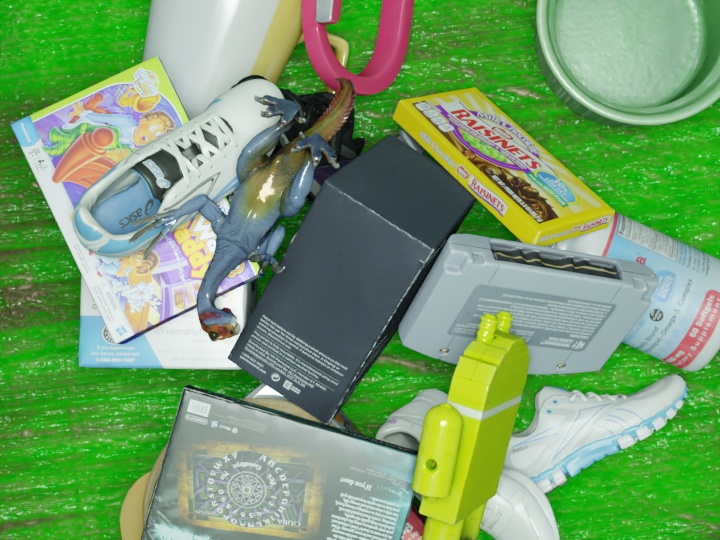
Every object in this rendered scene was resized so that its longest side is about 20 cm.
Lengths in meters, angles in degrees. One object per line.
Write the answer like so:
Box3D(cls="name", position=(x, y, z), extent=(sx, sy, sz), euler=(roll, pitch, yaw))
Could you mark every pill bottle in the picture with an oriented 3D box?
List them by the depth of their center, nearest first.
Box3D(cls="pill bottle", position=(0.242, 0.007, 1.093), extent=(0.199, 0.109, 0.109), euler=(24, 89, 0))

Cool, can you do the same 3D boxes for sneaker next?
Box3D(cls="sneaker", position=(-0.137, -0.081, 0.920), extent=(0.200, 0.072, 0.072), euler=(-40, 88, -10))
Box3D(cls="sneaker", position=(-0.053, -0.138, 1.058), extent=(0.076, 0.200, 0.088), euler=(41, 85, 22))
Box3D(cls="sneaker", position=(0.093, 0.202, 1.072), extent=(0.099, 0.075, 0.200), euler=(-23, 57, -41))
Box3D(cls="sneaker", position=(0.212, 0.138, 1.110), extent=(0.200, 0.075, 0.087), euler=(-29, 83, -1))

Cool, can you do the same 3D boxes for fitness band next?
Box3D(cls="fitness band", position=(0.002, -0.262, 1.086), extent=(0.037, 0.143, 0.201), euler=(7, 88, 32))

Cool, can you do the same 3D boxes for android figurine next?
Box3D(cls="android figurine", position=(0.093, 0.131, 0.962), extent=(0.041, 0.182, 0.201), euler=(14, 98, 22))

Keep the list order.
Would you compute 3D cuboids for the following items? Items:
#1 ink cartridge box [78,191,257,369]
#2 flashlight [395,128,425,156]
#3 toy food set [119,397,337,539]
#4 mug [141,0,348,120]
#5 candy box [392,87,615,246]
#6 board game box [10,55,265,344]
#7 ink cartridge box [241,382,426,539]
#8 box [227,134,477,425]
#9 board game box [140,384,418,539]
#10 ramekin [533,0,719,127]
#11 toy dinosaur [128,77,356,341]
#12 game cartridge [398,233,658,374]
Box3D(cls="ink cartridge box", position=(-0.169, -0.013, 1.071), extent=(0.146, 0.146, 0.201), euler=(1, 87, -1))
Box3D(cls="flashlight", position=(0.077, -0.037, 1.117), extent=(0.200, 0.068, 0.068), euler=(52, 51, -2))
Box3D(cls="toy food set", position=(-0.084, 0.206, 0.971), extent=(0.198, 0.049, 0.200), euler=(40, 89, 0))
Box3D(cls="mug", position=(-0.117, -0.197, 1.082), extent=(0.186, 0.149, 0.154), euler=(19, 96, 7))
Box3D(cls="candy box", position=(0.128, -0.097, 1.063), extent=(0.200, 0.102, 0.026), euler=(47, 133, 31))
Box3D(cls="board game box", position=(-0.183, -0.058, 0.976), extent=(0.134, 0.045, 0.200), euler=(-26, 88, -3))
Box3D(cls="ink cartridge box", position=(-0.054, 0.198, 1.067), extent=(0.145, 0.145, 0.200), euler=(-41, 90, -1))
Box3D(cls="box", position=(0.000, 0.000, 1.010), extent=(0.104, 0.200, 0.182), euler=(33, 113, 4))
Box3D(cls="board game box", position=(-0.062, 0.183, 0.932), extent=(0.199, 0.028, 0.136), euler=(17, 89, -1))
Box3D(cls="ramekin", position=(0.258, -0.229, 1.104), extent=(0.199, 0.098, 0.201), euler=(0, 88, -1))
Box3D(cls="toy dinosaur", position=(-0.072, -0.035, 0.915), extent=(0.105, 0.200, 0.182), euler=(41, 130, 20))
Box3D(cls="game cartridge", position=(0.140, 0.035, 1.010), extent=(0.199, 0.041, 0.134), euler=(9, 131, -21))
